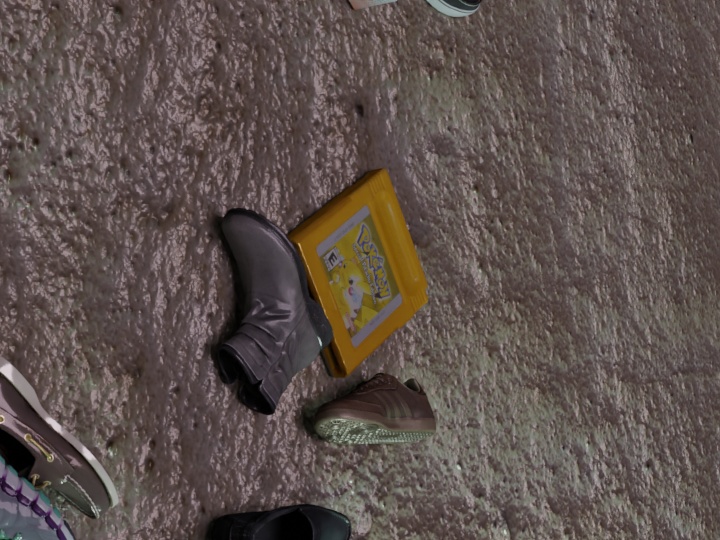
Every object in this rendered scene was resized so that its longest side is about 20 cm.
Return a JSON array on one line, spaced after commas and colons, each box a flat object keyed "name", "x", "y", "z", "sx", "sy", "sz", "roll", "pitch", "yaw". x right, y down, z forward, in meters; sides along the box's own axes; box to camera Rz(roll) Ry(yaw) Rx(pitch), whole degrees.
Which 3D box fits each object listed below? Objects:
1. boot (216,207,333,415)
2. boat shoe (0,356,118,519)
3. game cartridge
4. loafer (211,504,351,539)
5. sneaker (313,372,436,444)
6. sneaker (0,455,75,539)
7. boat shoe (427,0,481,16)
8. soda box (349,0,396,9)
[{"name": "boot", "x": -0.110, "y": 0.045, "z": 1.708, "sx": 0.132, "sy": 0.070, "sz": 0.201, "roll": -49, "pitch": 118, "yaw": -36}, {"name": "boat shoe", "x": -0.297, "y": 0.160, "z": 1.457, "sx": 0.200, "sy": 0.072, "sz": 0.060, "roll": 54, "pitch": 53, "yaw": -26}, {"name": "game cartridge", "x": 0.000, "y": 0.000, "z": 1.874, "sx": 0.200, "sy": 0.032, "sz": 0.177, "roll": -40, "pitch": 116, "yaw": -45}, {"name": "loafer", "x": -0.072, "y": 0.285, "z": 1.717, "sx": 0.200, "sy": 0.070, "sz": 0.069, "roll": 8, "pitch": 80, "yaw": -50}, {"name": "sneaker", "x": 0.010, "y": 0.156, "z": 1.854, "sx": 0.199, "sy": 0.070, "sz": 0.076, "roll": 14, "pitch": 55, "yaw": -53}, {"name": "sneaker", "x": -0.337, "y": 0.207, "z": 1.412, "sx": 0.200, "sy": 0.074, "sz": 0.088, "roll": 51, "pitch": 59, "yaw": -20}, {"name": "boat shoe", "x": 0.100, "y": -0.381, "z": 2.026, "sx": 0.200, "sy": 0.056, "sz": 0.069, "roll": 29, "pitch": 63, "yaw": -45}, {"name": "soda box", "x": -0.018, "y": -0.401, "z": 1.872, "sx": 0.200, "sy": 0.068, "sz": 0.064, "roll": 53, "pitch": 48, "yaw": -34}]
